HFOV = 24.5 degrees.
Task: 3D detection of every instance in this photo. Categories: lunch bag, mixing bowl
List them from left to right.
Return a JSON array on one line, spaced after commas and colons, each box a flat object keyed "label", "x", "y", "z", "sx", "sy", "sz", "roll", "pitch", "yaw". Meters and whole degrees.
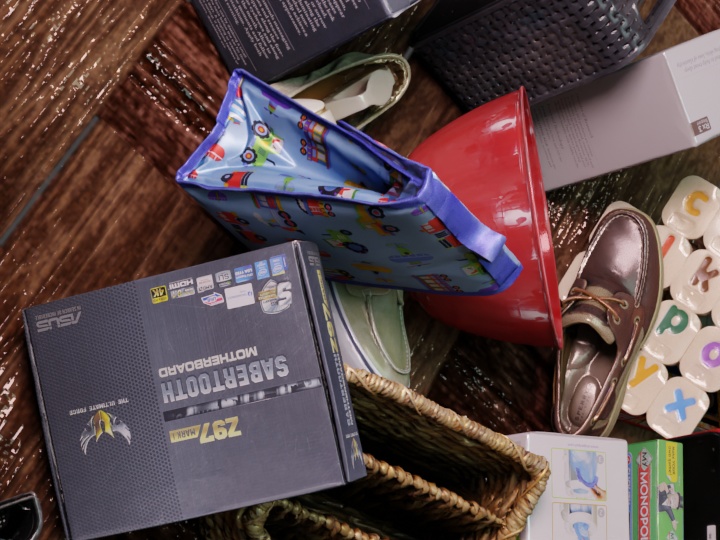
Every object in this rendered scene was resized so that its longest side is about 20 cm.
[{"label": "lunch bag", "x": 0.006, "y": -0.038, "z": 1.092, "sx": 0.094, "sy": 0.199, "sz": 0.151, "roll": -63, "pitch": 146, "yaw": -12}, {"label": "mixing bowl", "x": 0.086, "y": -0.033, "z": 1.255, "sx": 0.108, "sy": 0.200, "sz": 0.201, "roll": -8, "pitch": 81, "yaw": 8}]

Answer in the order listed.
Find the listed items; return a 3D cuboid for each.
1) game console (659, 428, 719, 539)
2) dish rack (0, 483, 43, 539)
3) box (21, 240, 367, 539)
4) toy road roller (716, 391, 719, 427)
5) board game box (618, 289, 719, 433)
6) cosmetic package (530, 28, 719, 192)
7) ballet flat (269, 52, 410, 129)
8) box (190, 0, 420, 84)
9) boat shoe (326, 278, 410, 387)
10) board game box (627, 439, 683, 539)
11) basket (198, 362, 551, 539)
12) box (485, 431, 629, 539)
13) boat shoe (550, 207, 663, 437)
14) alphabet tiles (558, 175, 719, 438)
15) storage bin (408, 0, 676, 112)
[{"label": "game console", "x": 0.230, "y": 0.229, "z": 1.280, "sx": 0.031, "sy": 0.177, "sz": 0.201, "roll": 11, "pitch": 73, "yaw": -31}, {"label": "dish rack", "x": -0.295, "y": 0.093, "z": 1.017, "sx": 0.153, "sy": 0.054, "sz": 0.201, "roll": -14, "pitch": 87, "yaw": -37}, {"label": "box", "x": -0.109, "y": 0.079, "z": 1.074, "sx": 0.051, "sy": 0.199, "sz": 0.158, "roll": 2, "pitch": 76, "yaw": -75}, {"label": "toy road roller", "x": 0.381, "y": 0.060, "z": 1.403, "sx": 0.146, "sy": 0.123, "sz": 0.201, "roll": 3, "pitch": 83, "yaw": -55}, {"label": "board game box", "x": 0.301, "y": 0.074, "z": 1.447, "sx": 0.199, "sy": 0.046, "sz": 0.152, "roll": 20, "pitch": 68, "yaw": -30}, {"label": "cosmetic package", "x": 0.224, "y": -0.129, "z": 1.344, "sx": 0.113, "sy": 0.200, "sz": 0.081, "roll": -23, "pitch": 93, "yaw": -37}, {"label": "ballet flat", "x": -0.031, "y": -0.118, "z": 1.225, "sx": 0.200, "sy": 0.062, "sz": 0.068, "roll": -43, "pitch": 117, "yaw": -44}, {"label": "box", "x": -0.009, "y": -0.226, "z": 1.202, "sx": 0.148, "sy": 0.200, "sz": 0.107, "roll": -34, "pitch": 100, "yaw": -36}, {"label": "boat shoe", "x": 0.000, "y": 0.000, "z": 1.203, "sx": 0.072, "sy": 0.062, "sz": 0.201, "roll": 15, "pitch": 50, "yaw": -55}, {"label": "board game box", "x": 0.193, "y": 0.238, "z": 1.279, "sx": 0.029, "sy": 0.134, "sz": 0.201, "roll": 12, "pitch": 73, "yaw": -32}, {"label": "basket", "x": 0.006, "y": 0.169, "z": 1.154, "sx": 0.200, "sy": 0.149, "sz": 0.143, "roll": 29, "pitch": 64, "yaw": -28}, {"label": "box", "x": 0.131, "y": 0.229, "z": 1.249, "sx": 0.101, "sy": 0.112, "sz": 0.201, "roll": 8, "pitch": 75, "yaw": -33}, {"label": "boat shoe", "x": 0.193, "y": 0.043, "z": 1.330, "sx": 0.072, "sy": 0.072, "sz": 0.201, "roll": 27, "pitch": 80, "yaw": -69}, {"label": "alphabet tiles", "x": 0.266, "y": 0.031, "z": 1.354, "sx": 0.196, "sy": 0.200, "sz": 0.015, "roll": -58, "pitch": 159, "yaw": 3}, {"label": "storage bin", "x": 0.149, "y": -0.211, "z": 1.309, "sx": 0.094, "sy": 0.200, "sz": 0.135, "roll": 46, "pitch": 58, "yaw": -17}]
